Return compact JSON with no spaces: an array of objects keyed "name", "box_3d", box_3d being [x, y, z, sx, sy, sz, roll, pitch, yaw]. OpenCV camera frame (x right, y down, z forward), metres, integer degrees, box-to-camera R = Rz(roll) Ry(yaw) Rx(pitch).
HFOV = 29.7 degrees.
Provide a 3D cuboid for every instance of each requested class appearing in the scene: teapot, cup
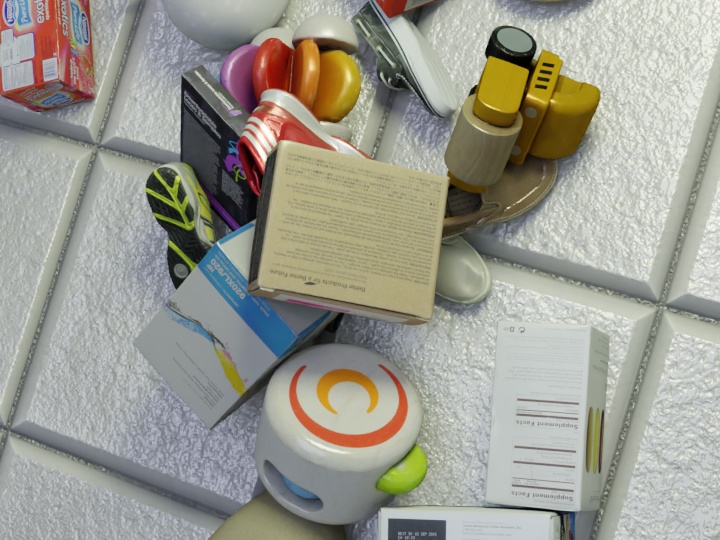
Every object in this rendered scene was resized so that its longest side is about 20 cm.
[{"name":"teapot","box_3d":[-0.190,-0.390,1.734,0.199,0.146,0.198,-37,58,12]},{"name":"cup","box_3d":[-0.092,0.340,1.585,0.199,0.201,0.144,10,57,22]}]

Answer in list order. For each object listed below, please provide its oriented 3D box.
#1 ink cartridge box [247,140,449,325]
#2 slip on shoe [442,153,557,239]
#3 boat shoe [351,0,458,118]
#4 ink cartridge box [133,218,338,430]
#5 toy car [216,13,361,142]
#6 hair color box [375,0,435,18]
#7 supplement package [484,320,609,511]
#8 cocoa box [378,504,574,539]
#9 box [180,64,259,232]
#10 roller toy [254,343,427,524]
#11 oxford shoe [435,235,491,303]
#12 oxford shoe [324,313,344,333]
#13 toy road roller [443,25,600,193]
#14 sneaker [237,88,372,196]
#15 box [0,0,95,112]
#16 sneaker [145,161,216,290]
[{"name":"ink cartridge box","box_3d":[-0.013,-0.038,1.487,0.198,0.075,0.166,12,80,-16]},{"name":"slip on shoe","box_3d":[0.142,-0.092,1.592,0.199,0.061,0.077,-20,78,-5]},{"name":"boat shoe","box_3d":[0.054,-0.256,1.683,0.071,0.072,0.201,-39,59,19]},{"name":"ink cartridge box","box_3d":[-0.137,0.056,1.602,0.145,0.147,0.200,47,124,5]},{"name":"toy car","box_3d":[-0.100,-0.224,1.668,0.199,0.149,0.177,-5,79,46]},{"name":"hair color box","box_3d":[0.031,-0.420,1.687,0.110,0.064,0.201,-25,68,-25]},{"name":"supplement package","box_3d":[0.211,0.164,1.523,0.109,0.114,0.202,2,83,22]},{"name":"cocoa box","box_3d":[0.132,0.331,1.515,0.198,0.131,0.135,-2,82,20]},{"name":"box","box_3d":[-0.169,-0.140,1.682,0.036,0.201,0.143,-33,67,-24]},{"name":"roller toy","box_3d":[-0.028,0.188,1.561,0.181,0.140,0.201,2,45,-14]},{"name":"oxford shoe","box_3d":[0.074,-0.033,1.638,0.200,0.058,0.075,44,96,20]},{"name":"oxford shoe","box_3d":[0.000,0.000,1.635,0.073,0.071,0.200,46,130,3]},{"name":"toy road roller","box_3d":[0.189,-0.174,1.554,0.145,0.123,0.201,21,45,2]},{"name":"sneaker","box_3d":[-0.061,-0.105,1.570,0.200,0.078,0.116,38,66,-13]},{"name":"box","box_3d":[-0.432,-0.330,1.857,0.099,0.095,0.202,-11,77,18]},{"name":"sneaker","box_3d":[-0.207,-0.044,1.723,0.075,0.076,0.202,-4,109,23]}]
